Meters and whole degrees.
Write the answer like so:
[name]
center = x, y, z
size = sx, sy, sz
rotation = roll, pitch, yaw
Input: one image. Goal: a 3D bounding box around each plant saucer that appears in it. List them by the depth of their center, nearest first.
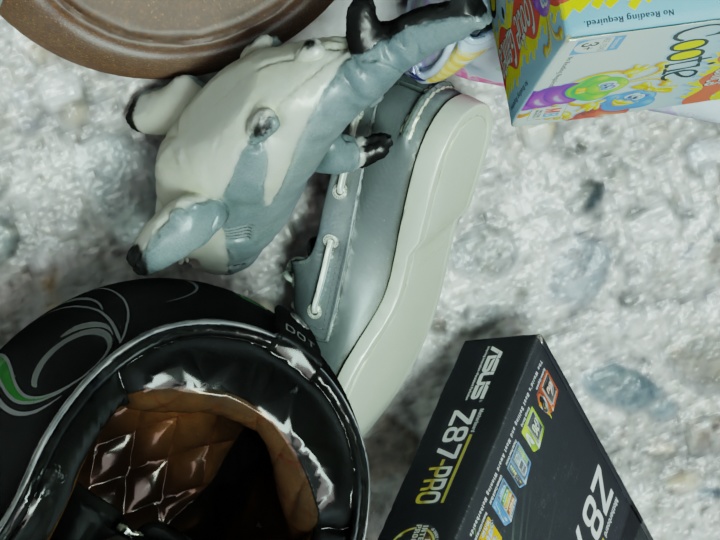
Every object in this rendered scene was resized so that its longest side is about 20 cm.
[plant saucer]
center = -0.078, -0.171, 0.934
size = 0.198, 0.035, 0.202
rotation = -5, 114, -12

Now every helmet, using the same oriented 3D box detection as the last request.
[helmet]
center = -0.095, 0.103, 0.966
size = 0.198, 0.190, 0.202
rotation = 2, 84, -21

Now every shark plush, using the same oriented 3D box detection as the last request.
[shark plush]
center = -0.024, -0.067, 0.953
size = 0.083, 0.091, 0.200
rotation = 26, 122, -35

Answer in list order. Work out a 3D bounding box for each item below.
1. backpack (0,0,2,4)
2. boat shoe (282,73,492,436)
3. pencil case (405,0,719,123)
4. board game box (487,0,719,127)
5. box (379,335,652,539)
[backpack]
center = -0.199, -0.181, 0.823
size = 0.174, 0.154, 0.202
rotation = 15, 113, -4
[boat shoe]
center = 0.000, 0.000, 1.029
size = 0.061, 0.073, 0.201
rotation = 30, 117, 20
[pencil case]
center = 0.117, -0.110, 0.981
size = 0.198, 0.091, 0.084
rotation = 7, 97, -19
[board game box]
center = 0.097, -0.173, 0.882
size = 0.102, 0.105, 0.202
rotation = -8, 77, -10
[box]
center = 0.067, 0.156, 1.029
size = 0.049, 0.201, 0.162
rotation = -7, 128, 32
